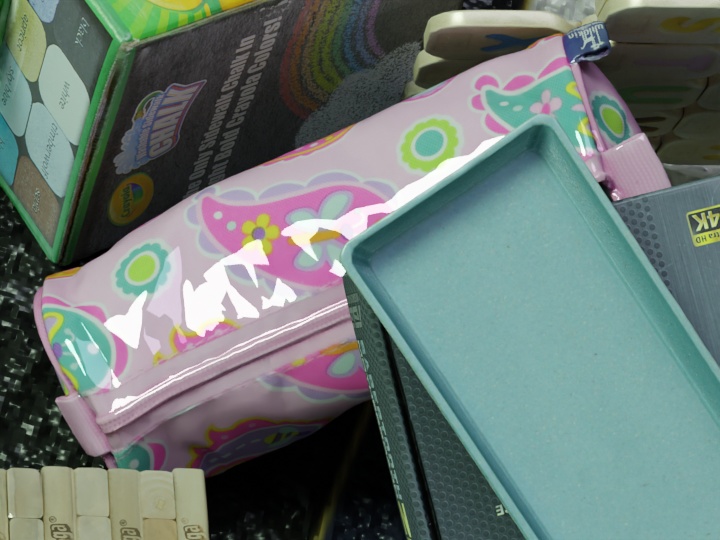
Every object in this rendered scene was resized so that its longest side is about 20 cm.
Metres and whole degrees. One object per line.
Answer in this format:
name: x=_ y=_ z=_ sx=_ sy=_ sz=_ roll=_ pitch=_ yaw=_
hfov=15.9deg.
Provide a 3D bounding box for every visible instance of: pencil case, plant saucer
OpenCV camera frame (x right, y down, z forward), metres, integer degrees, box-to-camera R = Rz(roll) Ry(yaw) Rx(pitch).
pencil case: x=0.000 y=0.000 z=0.801 sx=0.200 sy=0.087 sz=0.088 roll=-24 pitch=59 yaw=8
plant saucer: x=0.076 y=0.059 z=0.690 sx=0.070 sy=0.019 sz=0.200 roll=-34 pitch=93 yaw=-6

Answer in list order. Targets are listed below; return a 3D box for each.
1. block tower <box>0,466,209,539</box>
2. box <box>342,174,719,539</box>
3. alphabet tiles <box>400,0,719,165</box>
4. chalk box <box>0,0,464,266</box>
block tower: x=-0.147 y=0.092 z=0.758 sx=0.200 sy=0.054 sz=0.058 roll=4 pitch=53 yaw=-15
box: x=0.109 y=0.051 z=0.728 sx=0.200 sy=0.051 sz=0.158 roll=-13 pitch=90 yaw=-7
alphabet tiles: x=0.115 y=-0.064 z=0.869 sx=0.195 sy=0.200 sz=0.015 roll=0 pitch=79 yaw=-5
chalk box: x=-0.079 y=-0.096 z=0.875 sx=0.200 sy=0.125 sz=0.124 roll=-21 pitch=64 yaw=-31
